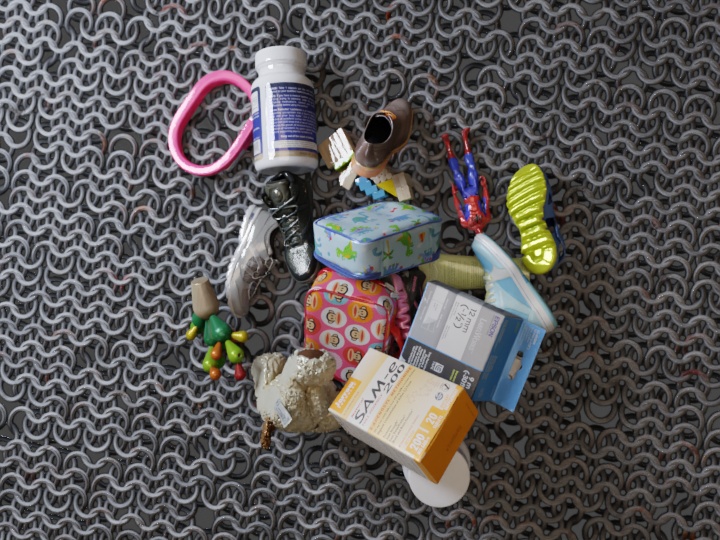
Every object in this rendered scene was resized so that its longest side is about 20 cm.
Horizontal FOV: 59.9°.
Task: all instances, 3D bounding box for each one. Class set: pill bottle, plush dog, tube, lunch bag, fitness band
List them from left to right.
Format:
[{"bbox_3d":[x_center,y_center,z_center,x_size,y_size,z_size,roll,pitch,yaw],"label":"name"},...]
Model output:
[{"bbox_3d":[-0.268,-0.268,1.151,0.142,0.037,0.202,36,91,4],"label":"fitness band"},{"bbox_3d":[-0.135,-0.278,1.101,0.112,0.116,0.206,-3,90,4],"label":"pill bottle"},{"bbox_3d":[-0.085,0.226,1.058,0.169,0.198,0.165,20,67,-36],"label":"plush dog"},{"bbox_3d":[-0.009,0.104,1.063,0.172,0.083,0.204,15,127,8],"label":"lunch bag"},{"bbox_3d":[0.027,-0.055,1.038,0.159,0.197,0.085,25,123,44],"label":"lunch bag"},{"bbox_3d":[0.122,0.301,1.034,0.111,0.200,0.117,0,95,3],"label":"pill bottle"},{"bbox_3d":[0.200,0.003,1.111,0.194,0.052,0.059,-1,63,8],"label":"tube"}]

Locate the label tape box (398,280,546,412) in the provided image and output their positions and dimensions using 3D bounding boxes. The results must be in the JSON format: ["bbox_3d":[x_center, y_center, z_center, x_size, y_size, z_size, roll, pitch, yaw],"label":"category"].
[{"bbox_3d":[0.175,0.121,0.994,0.197,0.066,0.146,24,98,19],"label":"label tape box"}]

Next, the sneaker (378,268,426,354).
[{"bbox_3d":[0.095,0.091,1.104,0.094,0.078,0.205,-18,107,-31],"label":"sneaker"}]

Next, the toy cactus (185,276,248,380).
[{"bbox_3d":[-0.249,0.093,1.080,0.100,0.199,0.169,-17,113,-21],"label":"toy cactus"}]

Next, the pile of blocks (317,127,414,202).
[{"bbox_3d":[0.014,-0.173,1.117,0.199,0.062,0.083,38,104,16],"label":"pile of blocks"}]

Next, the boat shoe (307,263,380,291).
[{"bbox_3d":[0.000,0.000,1.119,0.196,0.073,0.062,-9,132,-7],"label":"boat shoe"}]

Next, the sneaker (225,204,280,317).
[{"bbox_3d":[-0.188,-0.012,1.124,0.080,0.075,0.205,13,90,6],"label":"sneaker"}]

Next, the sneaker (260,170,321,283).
[{"bbox_3d":[-0.121,-0.081,1.066,0.075,0.114,0.205,-15,69,22],"label":"sneaker"}]

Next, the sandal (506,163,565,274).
[{"bbox_3d":[0.311,-0.086,1.091,0.078,0.086,0.205,-16,71,39],"label":"sandal"}]

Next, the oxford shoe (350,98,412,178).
[{"bbox_3d":[0.048,-0.243,1.065,0.070,0.074,0.202,23,52,6],"label":"oxford shoe"}]

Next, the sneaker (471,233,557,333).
[{"bbox_3d":[0.222,0.049,1.044,0.130,0.079,0.202,-38,84,7],"label":"sneaker"}]

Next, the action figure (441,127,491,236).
[{"bbox_3d":[0.192,-0.147,1.112,0.064,0.052,0.205,-14,91,0],"label":"action figure"}]

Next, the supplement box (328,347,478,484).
[{"bbox_3d":[0.062,0.214,0.951,0.127,0.197,0.074,-53,131,-20],"label":"supplement box"}]

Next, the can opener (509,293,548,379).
[{"bbox_3d":[0.272,0.130,1.093,0.052,0.067,0.204,24,92,3],"label":"can opener"}]
